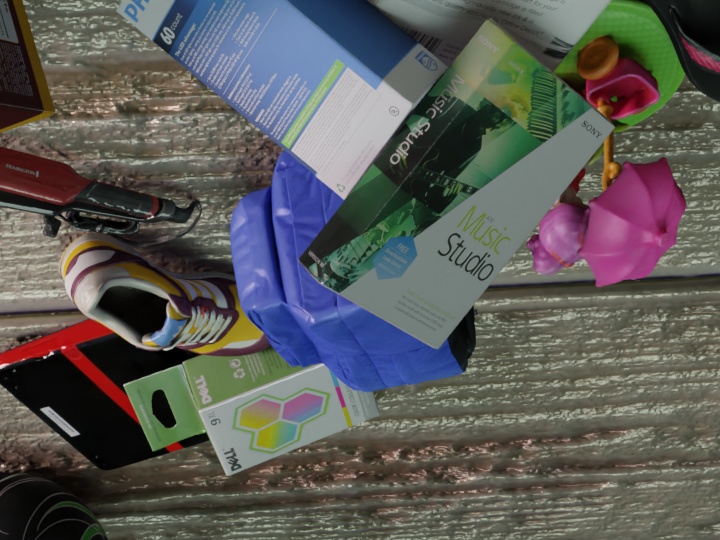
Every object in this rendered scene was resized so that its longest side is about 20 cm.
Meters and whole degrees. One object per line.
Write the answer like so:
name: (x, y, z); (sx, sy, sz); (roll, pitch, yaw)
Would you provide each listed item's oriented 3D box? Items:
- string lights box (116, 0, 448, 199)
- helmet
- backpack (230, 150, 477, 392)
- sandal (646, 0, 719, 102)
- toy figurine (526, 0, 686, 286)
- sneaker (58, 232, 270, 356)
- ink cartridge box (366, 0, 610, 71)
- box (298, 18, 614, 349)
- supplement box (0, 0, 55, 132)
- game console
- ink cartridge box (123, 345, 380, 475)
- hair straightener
string lights box: (-0.053, -0.152, 1.259); (0.200, 0.059, 0.103); (40, 134, 2)
helmet: (-0.319, 0.284, 1.771); (0.199, 0.191, 0.201); (5, 112, 12)
backpack: (0.000, 0.000, 1.476); (0.167, 0.163, 0.200); (-10, 155, 15)
sandal: (0.250, -0.175, 1.349); (0.075, 0.045, 0.200); (-51, 131, 0)
toy figurine: (0.157, -0.067, 1.384); (0.200, 0.185, 0.150); (-29, 137, 28)
sneaker: (-0.146, 0.038, 1.540); (0.199, 0.090, 0.075); (18, 112, -28)
ink cartridge box: (0.078, -0.196, 1.284); (0.146, 0.086, 0.200); (14, 137, -24)
box: (0.067, -0.052, 1.272); (0.200, 0.036, 0.144); (-53, 141, 6)
supplement box: (-0.330, -0.136, 1.193); (0.197, 0.133, 0.200); (-17, 176, 14)
game console: (-0.202, 0.103, 1.687); (0.176, 0.031, 0.200); (-17, 141, 18)
ink cartridge box: (-0.091, 0.112, 1.646); (0.199, 0.059, 0.104); (-21, 141, -4)
hair straightener: (-0.218, -0.055, 1.478); (0.199, 0.041, 0.077); (8, 156, -27)
